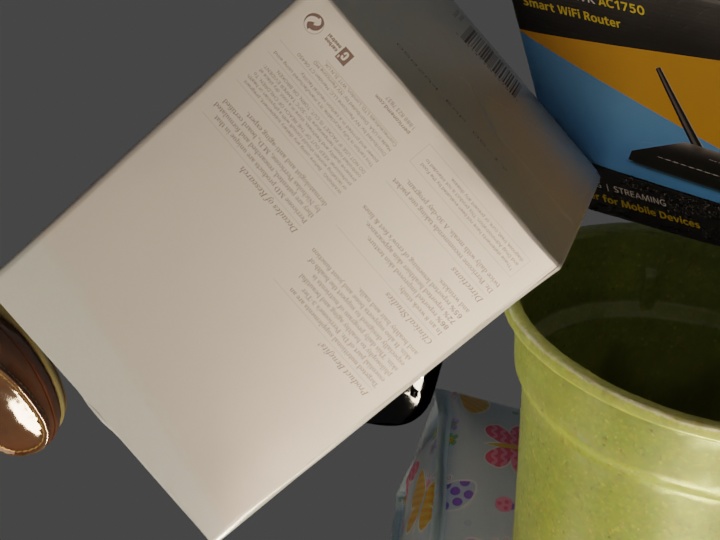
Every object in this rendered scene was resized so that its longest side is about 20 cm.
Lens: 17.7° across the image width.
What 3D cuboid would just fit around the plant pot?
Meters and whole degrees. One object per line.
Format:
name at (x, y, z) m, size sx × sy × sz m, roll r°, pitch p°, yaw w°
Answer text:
plant pot at (0.147, 0.105, 1.071) m, size 0.199 × 0.201 × 0.185 m, roll 8°, pitch 115°, yaw -3°

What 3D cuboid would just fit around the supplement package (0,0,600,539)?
supplement package at (-0.025, -0.019, 1.012) m, size 0.200 × 0.151 × 0.152 m, roll -40°, pitch 95°, yaw 20°

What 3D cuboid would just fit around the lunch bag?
lunch bag at (0.097, 0.182, 1.214) m, size 0.169 × 0.201 × 0.127 m, roll 11°, pitch 134°, yaw -7°

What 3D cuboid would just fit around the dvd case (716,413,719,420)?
dvd case at (0.202, 0.045, 1.138) m, size 0.200 × 0.018 × 0.143 m, roll -31°, pitch 81°, yaw 30°

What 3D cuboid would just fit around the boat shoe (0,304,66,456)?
boat shoe at (-0.226, 0.036, 1.196) m, size 0.072 × 0.068 × 0.200 m, roll -20°, pitch 129°, yaw 22°

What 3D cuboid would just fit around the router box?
router box at (0.167, -0.074, 1.002) m, size 0.199 × 0.051 × 0.150 m, roll 17°, pitch 142°, yaw 35°

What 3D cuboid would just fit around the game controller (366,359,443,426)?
game controller at (0.000, 0.000, 1.150) m, size 0.104 × 0.042 × 0.201 m, roll 21°, pitch 135°, yaw 8°
